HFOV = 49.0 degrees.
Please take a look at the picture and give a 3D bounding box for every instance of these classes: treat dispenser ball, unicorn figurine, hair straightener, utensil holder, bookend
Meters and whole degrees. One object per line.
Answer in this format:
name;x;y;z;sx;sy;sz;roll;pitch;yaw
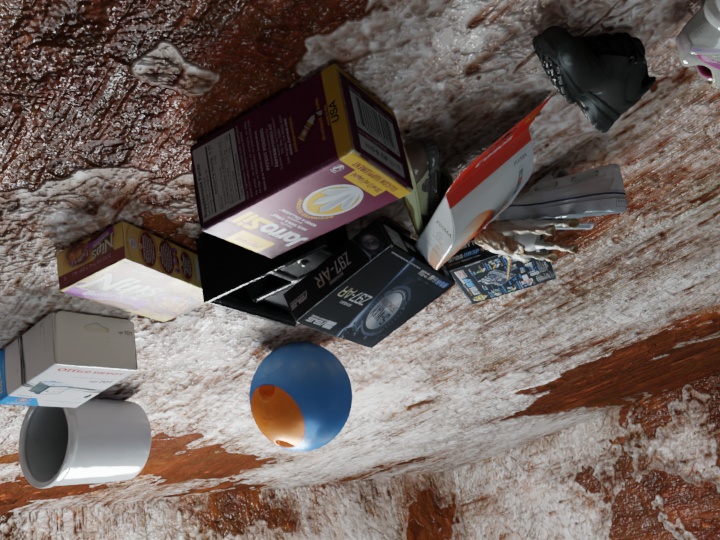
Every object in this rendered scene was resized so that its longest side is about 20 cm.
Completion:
treat dispenser ball;-0.113;0.239;1.503;0.196;0.205;0.202;-10;158;-4
unicorn figurine;0.216;-0.040;1.048;0.135;0.076;0.198;3;170;38
hair straightener;0.076;-0.014;1.165;0.040;0.078;0.199;-31;153;15
utensil holder;-0.536;0.335;1.553;0.168;0.174;0.198;-25;156;30
bookend;-0.082;-0.014;1.066;0.196;0.094;0.199;-23;156;24

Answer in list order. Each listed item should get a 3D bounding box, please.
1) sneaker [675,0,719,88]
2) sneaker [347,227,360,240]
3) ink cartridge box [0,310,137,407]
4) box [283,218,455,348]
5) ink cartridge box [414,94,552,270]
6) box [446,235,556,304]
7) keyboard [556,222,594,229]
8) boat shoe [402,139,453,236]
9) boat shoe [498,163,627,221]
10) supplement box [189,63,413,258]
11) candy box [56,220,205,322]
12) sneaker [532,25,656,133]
sneaker;0.403;-0.235;0.830;0.196;0.083;0.088;14;149;-31
sneaker;0.000;0.000;1.160;0.074;0.089;0.201;-25;165;-13
ink cartridge box;-0.468;0.146;1.252;0.198;0.088;0.145;-28;153;36
box;0.017;0.024;1.033;0.159;0.044;0.199;-38;150;16
ink cartridge box;0.158;-0.101;0.950;0.161;0.050;0.200;-40;172;-25
box;0.232;-0.011;1.297;0.156;0.047;0.200;-19;157;15
keyboard;0.232;-0.065;1.130;0.195;0.011;0.056;2;-176;14
boat shoe;0.084;-0.099;0.977;0.065;0.073;0.201;-16;158;9
boat shoe;0.274;-0.104;1.078;0.073;0.069;0.197;3;176;-44
supplement box;-0.064;-0.108;0.840;0.197;0.105;0.130;-23;157;26
candy box;-0.289;0.007;1.056;0.115;0.058;0.199;-21;157;21
sneaker;0.244;-0.214;0.814;0.090;0.077;0.198;-36;157;26
